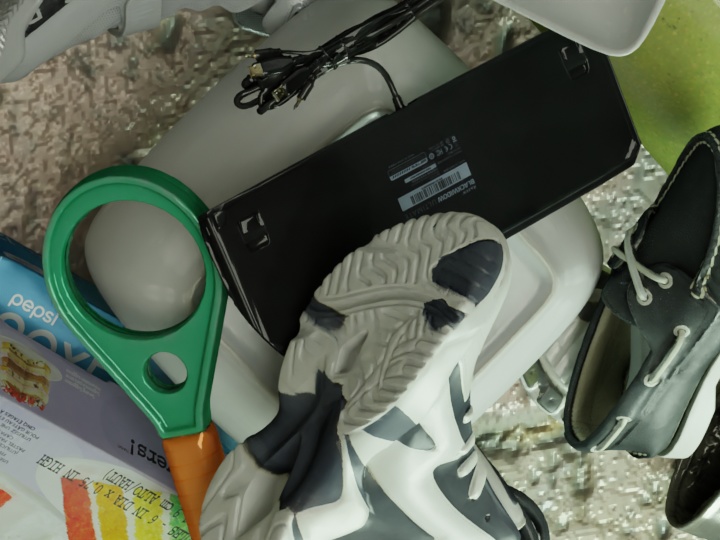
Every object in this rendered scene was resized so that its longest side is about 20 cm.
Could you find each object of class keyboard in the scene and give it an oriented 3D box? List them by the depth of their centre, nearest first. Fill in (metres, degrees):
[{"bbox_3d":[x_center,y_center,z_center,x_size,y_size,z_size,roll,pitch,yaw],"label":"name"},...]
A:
[{"bbox_3d":[0.020,-0.059,1.106,0.200,0.021,0.127,-29,110,-17],"label":"keyboard"}]

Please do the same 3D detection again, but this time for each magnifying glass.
[{"bbox_3d":[-0.082,0.050,1.123,0.079,0.022,0.201,-11,110,15],"label":"magnifying glass"}]

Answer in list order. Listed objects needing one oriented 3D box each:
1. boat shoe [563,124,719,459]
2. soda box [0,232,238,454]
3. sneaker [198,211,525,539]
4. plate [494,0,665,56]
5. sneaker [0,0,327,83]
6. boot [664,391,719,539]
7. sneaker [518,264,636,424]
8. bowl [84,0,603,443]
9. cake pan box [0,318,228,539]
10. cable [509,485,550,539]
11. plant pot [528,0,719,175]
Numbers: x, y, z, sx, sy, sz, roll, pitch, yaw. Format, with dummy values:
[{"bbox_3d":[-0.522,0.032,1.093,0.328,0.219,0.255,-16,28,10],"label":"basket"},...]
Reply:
[{"bbox_3d":[0.139,0.015,1.179,0.060,0.076,0.200,-2,130,-14],"label":"boat shoe"},{"bbox_3d":[-0.112,0.057,1.234,0.200,0.064,0.068,31,95,-25],"label":"soda box"},{"bbox_3d":[0.032,0.064,1.103,0.129,0.080,0.199,12,116,-40],"label":"sneaker"},{"bbox_3d":[0.072,-0.212,1.111,0.200,0.032,0.200,26,84,14],"label":"plate"},{"bbox_3d":[-0.080,-0.128,1.179,0.200,0.075,0.115,-42,114,-6],"label":"sneaker"},{"bbox_3d":[0.283,0.096,1.396,0.200,0.073,0.182,28,94,-19],"label":"boot"},{"bbox_3d":[0.074,0.001,1.269,0.074,0.085,0.200,-46,112,5],"label":"sneaker"},{"bbox_3d":[0.000,0.000,1.169,0.200,0.075,0.200,-44,111,3],"label":"bowl"},{"bbox_3d":[-0.152,0.130,1.207,0.200,0.052,0.184,33,124,-27],"label":"cake pan box"},{"bbox_3d":[0.014,0.175,1.297,0.163,0.051,0.201,12,72,4],"label":"cable"},{"bbox_3d":[0.171,-0.131,1.223,0.184,0.200,0.201,38,92,-14],"label":"plant pot"}]
